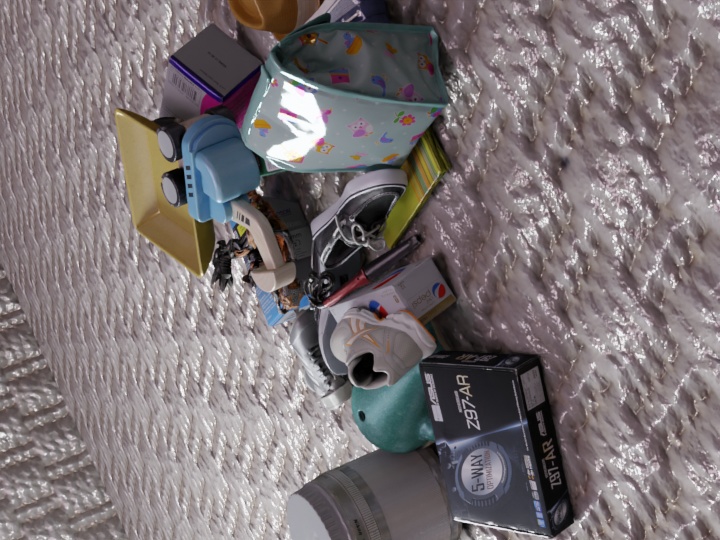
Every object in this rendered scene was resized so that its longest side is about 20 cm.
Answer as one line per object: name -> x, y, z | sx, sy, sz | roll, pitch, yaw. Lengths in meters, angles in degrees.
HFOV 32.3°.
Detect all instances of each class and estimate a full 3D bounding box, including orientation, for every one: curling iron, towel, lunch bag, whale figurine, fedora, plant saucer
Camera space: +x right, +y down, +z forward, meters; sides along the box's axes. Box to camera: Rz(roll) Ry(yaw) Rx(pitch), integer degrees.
curling iron -> 0.000, 0.000, 1.570 | 0.198, 0.026, 0.050 | -26, 110, 38
towel -> 0.054, -0.107, 1.496 | 0.087, 0.018, 0.200 | 68, 155, 19
lunch bag -> -0.026, -0.191, 1.371 | 0.171, 0.197, 0.124 | 127, 139, -60
whale figurine -> 0.053, 0.149, 1.563 | 0.160, 0.102, 0.201 | 60, 147, 23
fedora -> -0.121, -0.363, 1.591 | 0.200, 0.081, 0.203 | 43, 143, 44
plant saucer -> -0.268, -0.118, 1.760 | 0.199, 0.048, 0.203 | 32, 135, 44

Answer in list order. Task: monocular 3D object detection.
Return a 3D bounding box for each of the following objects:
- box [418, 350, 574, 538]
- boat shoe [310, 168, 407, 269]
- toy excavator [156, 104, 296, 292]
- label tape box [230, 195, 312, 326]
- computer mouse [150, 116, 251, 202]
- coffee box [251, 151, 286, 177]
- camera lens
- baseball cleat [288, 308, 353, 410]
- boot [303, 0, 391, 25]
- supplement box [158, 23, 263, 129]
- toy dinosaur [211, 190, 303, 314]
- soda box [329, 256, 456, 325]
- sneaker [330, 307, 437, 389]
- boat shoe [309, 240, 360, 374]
box -> 0.154, 0.195, 1.427 | 0.159, 0.043, 0.203 | 0, 107, 49
boat shoe -> -0.002, -0.058, 1.499 | 0.199, 0.073, 0.069 | -34, 60, 50
toy excavator -> -0.162, -0.090, 1.582 | 0.199, 0.099, 0.197 | 31, 133, 43
label tape box -> -0.125, -0.037, 1.839 | 0.143, 0.065, 0.203 | -42, 66, 61
computer mouse -> -0.234, -0.157, 1.807 | 0.197, 0.046, 0.142 | 13, 124, 30
coffee box -> -0.089, -0.157, 1.621 | 0.199, 0.121, 0.045 | -3, 106, 65
camera lens -> 0.022, 0.322, 1.627 | 0.160, 0.198, 0.162 | 42, 142, 45
baseball cleat -> -0.047, 0.131, 1.781 | 0.107, 0.069, 0.201 | 47, 165, 28
boot -> -0.022, -0.262, 1.473 | 0.200, 0.072, 0.092 | -47, 60, 61
supplement box -> -0.225, -0.243, 1.823 | 0.101, 0.103, 0.201 | 38, 145, 8
toy dinosaur -> -0.133, -0.034, 1.718 | 0.135, 0.101, 0.203 | -37, 48, 47
soda box -> 0.037, 0.042, 1.553 | 0.064, 0.068, 0.199 | 57, 155, -5
sneaker -> 0.004, 0.099, 1.490 | 0.076, 0.092, 0.199 | 51, 155, -14
boat shoe -> -0.037, 0.037, 1.686 | 0.068, 0.072, 0.203 | -153, 51, -64
